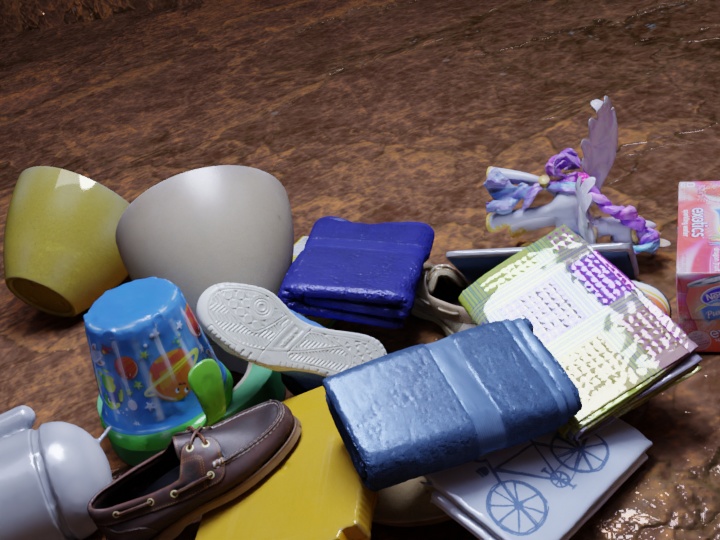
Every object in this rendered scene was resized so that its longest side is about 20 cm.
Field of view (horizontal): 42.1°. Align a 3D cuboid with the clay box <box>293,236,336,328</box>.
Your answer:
[{"bbox_3d":[-0.071,0.029,1.151,0.114,0.048,0.200,6,35,31],"label":"clay box"}]

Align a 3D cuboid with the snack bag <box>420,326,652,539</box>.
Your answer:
[{"bbox_3d":[0.120,0.144,0.802,0.199,0.022,0.188,34,47,29],"label":"snack bag"}]

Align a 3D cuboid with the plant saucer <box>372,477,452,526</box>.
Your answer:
[{"bbox_3d":[0.056,0.169,0.858,0.198,0.036,0.201,-11,28,6],"label":"plant saucer"}]

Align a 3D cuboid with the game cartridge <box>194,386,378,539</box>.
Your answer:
[{"bbox_3d":[-0.059,0.185,0.827,0.175,0.033,0.201,-23,30,22],"label":"game cartridge"}]

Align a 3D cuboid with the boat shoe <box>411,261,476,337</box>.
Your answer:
[{"bbox_3d":[0.098,0.023,1.069,0.071,0.065,0.200,-23,30,-17],"label":"boat shoe"}]

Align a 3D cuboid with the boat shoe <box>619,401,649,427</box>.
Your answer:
[{"bbox_3d":[0.190,0.089,0.904,0.199,0.073,0.072,24,21,36],"label":"boat shoe"}]

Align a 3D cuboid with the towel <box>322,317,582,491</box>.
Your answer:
[{"bbox_3d":[0.075,0.109,0.774,0.198,0.049,0.112,-15,48,-18],"label":"towel"}]

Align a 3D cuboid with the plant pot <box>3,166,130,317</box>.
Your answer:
[{"bbox_3d":[-0.402,-0.022,1.270,0.198,0.200,0.143,4,59,29],"label":"plant pot"}]

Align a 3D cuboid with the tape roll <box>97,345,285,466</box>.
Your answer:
[{"bbox_3d":[-0.182,0.132,1.015,0.198,0.049,0.201,-10,29,6],"label":"tape roll"}]

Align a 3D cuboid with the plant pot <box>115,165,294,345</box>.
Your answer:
[{"bbox_3d":[-0.156,0.001,1.026,0.198,0.201,0.136,-18,63,-8],"label":"plant pot"}]

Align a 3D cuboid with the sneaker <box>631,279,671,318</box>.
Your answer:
[{"bbox_3d":[0.213,0.047,0.971,0.198,0.071,0.090,7,33,31],"label":"sneaker"}]

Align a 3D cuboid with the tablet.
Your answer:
[{"bbox_3d":[0.205,-0.007,1.044,0.198,0.130,0.014,-2,75,20],"label":"tablet"}]

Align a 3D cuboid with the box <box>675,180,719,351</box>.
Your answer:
[{"bbox_3d":[0.382,-0.010,0.973,0.101,0.096,0.200,0,31,21],"label":"box"}]

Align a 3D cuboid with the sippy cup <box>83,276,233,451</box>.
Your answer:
[{"bbox_3d":[-0.207,0.084,0.925,0.176,0.132,0.140,-7,29,13],"label":"sippy cup"}]

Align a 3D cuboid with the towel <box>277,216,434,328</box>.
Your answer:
[{"bbox_3d":[0.000,0.000,1.037,0.146,0.050,0.200,4,25,10],"label":"towel"}]

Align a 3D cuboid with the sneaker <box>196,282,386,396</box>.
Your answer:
[{"bbox_3d":[-0.079,0.079,0.952,0.198,0.111,0.078,19,68,-14],"label":"sneaker"}]

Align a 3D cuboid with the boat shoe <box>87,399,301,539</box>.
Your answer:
[{"bbox_3d":[-0.147,0.176,0.831,0.199,0.071,0.070,-36,24,-5],"label":"boat shoe"}]

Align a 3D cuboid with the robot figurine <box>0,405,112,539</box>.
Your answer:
[{"bbox_3d":[-0.316,0.211,0.861,0.198,0.113,0.171,-21,70,-13],"label":"robot figurine"}]

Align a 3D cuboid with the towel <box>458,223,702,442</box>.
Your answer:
[{"bbox_3d":[0.193,0.053,0.853,0.143,0.023,0.200,-31,49,-7],"label":"towel"}]

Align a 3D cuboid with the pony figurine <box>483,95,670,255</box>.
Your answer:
[{"bbox_3d":[0.243,-0.078,1.074,0.198,0.194,0.168,3,55,31],"label":"pony figurine"}]
